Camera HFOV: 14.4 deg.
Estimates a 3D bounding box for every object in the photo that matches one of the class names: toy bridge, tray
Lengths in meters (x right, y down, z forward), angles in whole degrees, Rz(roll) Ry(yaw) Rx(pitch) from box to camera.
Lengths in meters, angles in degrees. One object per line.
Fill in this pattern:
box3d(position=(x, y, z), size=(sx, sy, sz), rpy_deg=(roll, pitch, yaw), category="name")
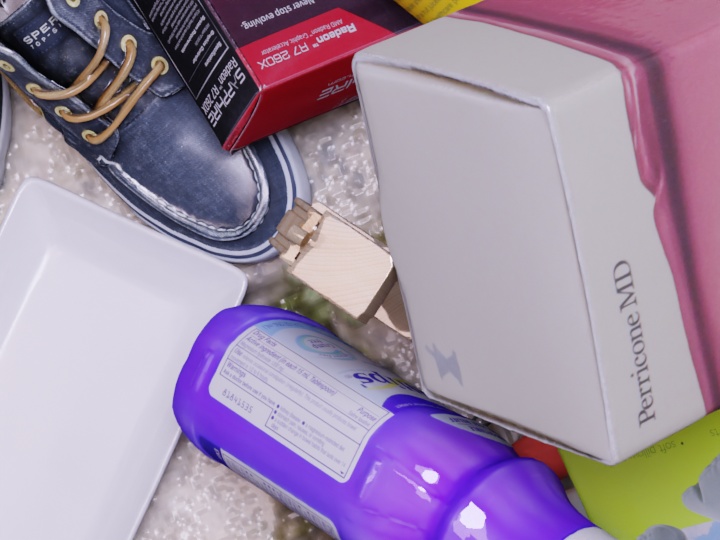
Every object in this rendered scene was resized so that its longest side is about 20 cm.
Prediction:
box3d(position=(0.000, 0.000, 1.051), size=(0.067, 0.200, 0.027), rpy_deg=(34, 91, 15), category="toy bridge")
box3d(position=(-0.130, 0.073, 1.154), size=(0.107, 0.022, 0.201), rpy_deg=(24, 86, 12), category="tray")

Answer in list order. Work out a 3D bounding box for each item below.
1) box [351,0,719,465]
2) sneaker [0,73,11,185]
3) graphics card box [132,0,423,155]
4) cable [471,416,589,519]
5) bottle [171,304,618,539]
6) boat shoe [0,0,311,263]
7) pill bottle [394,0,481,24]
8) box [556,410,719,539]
box3d(position=(0.115, -0.040, 0.950), size=(0.199, 0.109, 0.129), rpy_deg=(-26, 115, -28), category="box")
box3d(position=(-0.210, -0.016, 1.150), size=(0.074, 0.085, 0.201), rpy_deg=(30, 88, 12), category="sneaker")
box3d(position=(-0.049, -0.157, 1.131), size=(0.125, 0.051, 0.201), rpy_deg=(-24, 74, -31), category="graphics card box")
box3d(position=(0.028, 0.114, 1.104), size=(0.199, 0.050, 0.098), rpy_deg=(-27, 80, 5), category="cable")
box3d(position=(0.018, 0.079, 1.060), size=(0.200, 0.083, 0.066), rpy_deg=(30, 96, 40), category="bottle")
box3d(position=(-0.106, -0.078, 1.129), size=(0.200, 0.091, 0.071), rpy_deg=(45, 99, 8), category="boat shoe")
box3d(position=(0.065, -0.126, 1.072), size=(0.200, 0.104, 0.104), rpy_deg=(38, 89, -6), category="pill bottle")
box3d(position=(0.159, 0.116, 1.027), size=(0.121, 0.048, 0.201), rpy_deg=(-20, 100, 36), category="box")
